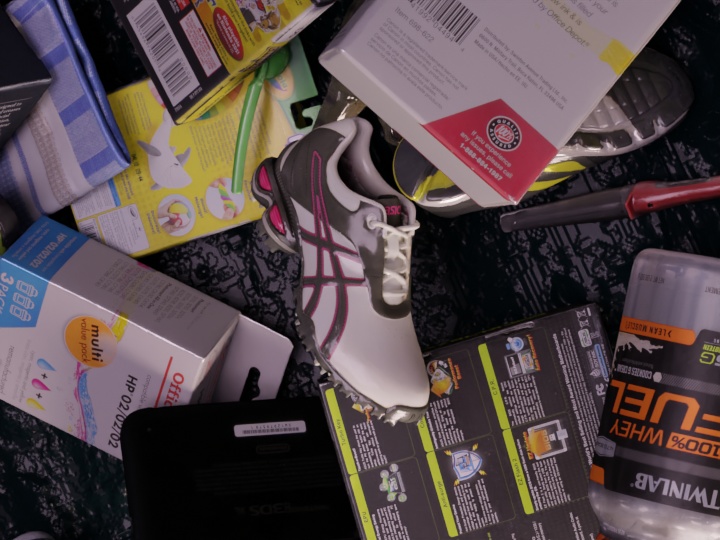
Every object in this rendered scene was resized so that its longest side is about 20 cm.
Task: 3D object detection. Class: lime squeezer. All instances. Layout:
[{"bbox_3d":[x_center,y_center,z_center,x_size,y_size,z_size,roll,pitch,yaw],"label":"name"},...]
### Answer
[{"bbox_3d":[-0.041,-0.147,1.623,0.200,0.038,0.071,-48,122,0],"label":"lime squeezer"}]

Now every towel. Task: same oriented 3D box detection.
[{"bbox_3d":[-0.251,-0.102,1.713,0.200,0.024,0.147,-25,86,40],"label":"towel"}]

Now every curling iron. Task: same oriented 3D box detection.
[{"bbox_3d":[0.185,-0.037,1.589,0.199,0.026,0.050,-2,94,21],"label":"curling iron"}]

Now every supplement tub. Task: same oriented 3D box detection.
[{"bbox_3d":[0.212,0.093,1.529,0.122,0.122,0.201,11,90,19],"label":"supplement tub"}]

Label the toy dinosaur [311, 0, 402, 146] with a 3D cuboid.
[{"bbox_3d":[0.015,-0.125,1.610,0.088,0.047,0.200,19,106,-13],"label":"toy dinosaur"}]

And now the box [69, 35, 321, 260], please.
[{"bbox_3d":[-0.109,-0.083,1.684,0.199,0.048,0.118,-17,91,24],"label":"box"}]

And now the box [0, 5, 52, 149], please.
[{"bbox_3d":[-0.331,-0.119,1.688,0.149,0.107,0.200,54,127,15],"label":"box"}]

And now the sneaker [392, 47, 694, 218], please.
[{"bbox_3d":[0.117,-0.090,1.587,0.199,0.085,0.075,-17,77,1],"label":"sneaker"}]

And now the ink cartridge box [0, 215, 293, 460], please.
[{"bbox_3d":[-0.158,0.062,1.684,0.200,0.068,0.115,25,125,8],"label":"ink cartridge box"}]

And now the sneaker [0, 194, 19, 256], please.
[{"bbox_3d":[-0.292,0.010,1.703,0.072,0.083,0.200,39,147,17],"label":"sneaker"}]

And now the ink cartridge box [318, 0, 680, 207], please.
[{"bbox_3d":[0.095,-0.160,1.500,0.145,0.083,0.200,41,83,-7],"label":"ink cartridge box"}]

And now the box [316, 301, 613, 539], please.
[{"bbox_3d":[0.089,0.140,1.602,0.193,0.048,0.201,-17,92,-1],"label":"box"}]

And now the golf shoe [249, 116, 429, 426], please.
[{"bbox_3d":[0.000,0.000,1.541,0.088,0.077,0.200,-36,71,33],"label":"golf shoe"}]

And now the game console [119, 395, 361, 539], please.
[{"bbox_3d":[-0.064,0.187,1.663,0.199,0.116,0.176,-3,68,-17],"label":"game console"}]

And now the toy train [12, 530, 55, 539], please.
[{"bbox_3d":[-0.218,0.274,1.719,0.114,0.086,0.200,-58,43,36],"label":"toy train"}]

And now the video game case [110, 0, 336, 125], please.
[{"bbox_3d":[-0.112,-0.221,1.594,0.181,0.025,0.200,-35,81,48],"label":"video game case"}]
